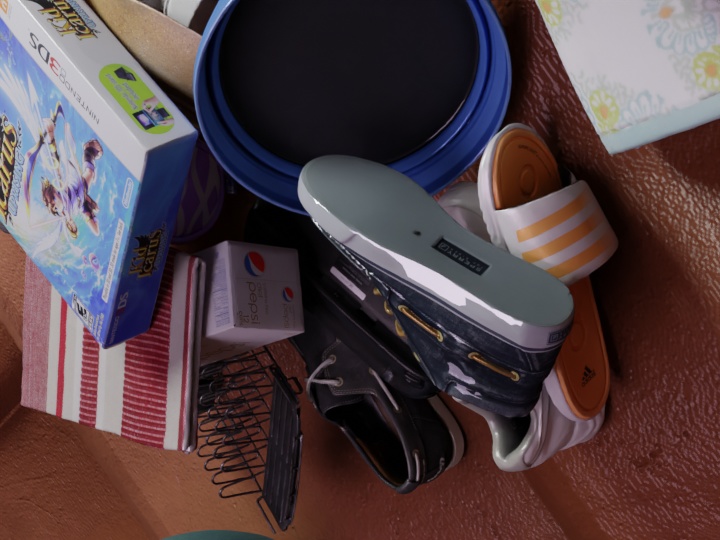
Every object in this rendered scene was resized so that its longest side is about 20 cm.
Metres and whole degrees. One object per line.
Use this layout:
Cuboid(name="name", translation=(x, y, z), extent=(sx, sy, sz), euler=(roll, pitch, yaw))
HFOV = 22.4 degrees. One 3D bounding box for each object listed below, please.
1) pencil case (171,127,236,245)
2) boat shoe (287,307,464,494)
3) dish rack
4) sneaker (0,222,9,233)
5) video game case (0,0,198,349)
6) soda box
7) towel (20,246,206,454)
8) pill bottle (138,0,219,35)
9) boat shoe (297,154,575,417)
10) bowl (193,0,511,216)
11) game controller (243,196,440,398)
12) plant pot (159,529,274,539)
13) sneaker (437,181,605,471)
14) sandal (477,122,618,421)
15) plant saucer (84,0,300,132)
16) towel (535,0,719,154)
Cuboid(name="pencil case", translation=(-0.189, -0.073, 1.346), extent=(0.199, 0.084, 0.086), euler=(10, 114, 40))
Cuboid(name="boat shoe", translation=(-0.009, 0.078, 1.350), extent=(0.200, 0.067, 0.072), euler=(49, 140, 13))
Cuboid(name="dish rack", translation=(-0.102, 0.104, 1.424), extent=(0.200, 0.054, 0.155), euler=(53, 147, 44))
Cuboid(name="sneaker", translation=(-0.333, -0.115, 1.549), extent=(0.115, 0.075, 0.201), euler=(-9, 109, 50))
Cuboid(name="video game case", translation=(-0.195, -0.076, 1.237), extent=(0.181, 0.045, 0.201), euler=(49, 142, 25))
Cuboid(name="soda box", translation=(-0.130, 0.034, 1.342), extent=(0.199, 0.068, 0.064), euler=(-19, 72, 46))
Cuboid(name="towel", translation=(-0.182, 0.046, 1.330), extent=(0.199, 0.023, 0.146), euler=(11, 101, 44))
Cuboid(name="pill bottle", translation=(-0.153, -0.247, 1.247), extent=(0.200, 0.112, 0.113), euler=(44, 139, 15))
Cuboid(name="boat shoe", translation=(0.036, 0.012, 1.133), extent=(0.199, 0.071, 0.091), euler=(34, 135, 20))
Cuboid(name="bowl", translation=(-0.005, -0.124, 1.142), extent=(0.040, 0.198, 0.202), euler=(-99, 7, -52))
Cuboid(name="game controller", translation=(0.000, 0.000, 1.308), extent=(0.200, 0.042, 0.105), euler=(41, 114, 18))
Cuboid(name="plant pot", translation=(-0.112, 0.299, 1.545), extent=(0.199, 0.134, 0.202), euler=(25, 132, 32))
Cuboid(name="sneaker", translation=(0.092, 0.042, 1.196), extent=(0.078, 0.099, 0.201), euler=(-13, 105, 48))
Cuboid(name="sandal", translation=(0.137, 0.000, 1.148), extent=(0.059, 0.079, 0.208), euler=(-1, 119, 41))
Cuboid(name="plant saucer", translation=(-0.114, -0.126, 1.249), extent=(0.199, 0.036, 0.200), euler=(31, 175, 3))
Cuboid(name="towel", translation=(0.178, -0.167, 1.016), extent=(0.199, 0.048, 0.172), euler=(-18, 98, 50))
